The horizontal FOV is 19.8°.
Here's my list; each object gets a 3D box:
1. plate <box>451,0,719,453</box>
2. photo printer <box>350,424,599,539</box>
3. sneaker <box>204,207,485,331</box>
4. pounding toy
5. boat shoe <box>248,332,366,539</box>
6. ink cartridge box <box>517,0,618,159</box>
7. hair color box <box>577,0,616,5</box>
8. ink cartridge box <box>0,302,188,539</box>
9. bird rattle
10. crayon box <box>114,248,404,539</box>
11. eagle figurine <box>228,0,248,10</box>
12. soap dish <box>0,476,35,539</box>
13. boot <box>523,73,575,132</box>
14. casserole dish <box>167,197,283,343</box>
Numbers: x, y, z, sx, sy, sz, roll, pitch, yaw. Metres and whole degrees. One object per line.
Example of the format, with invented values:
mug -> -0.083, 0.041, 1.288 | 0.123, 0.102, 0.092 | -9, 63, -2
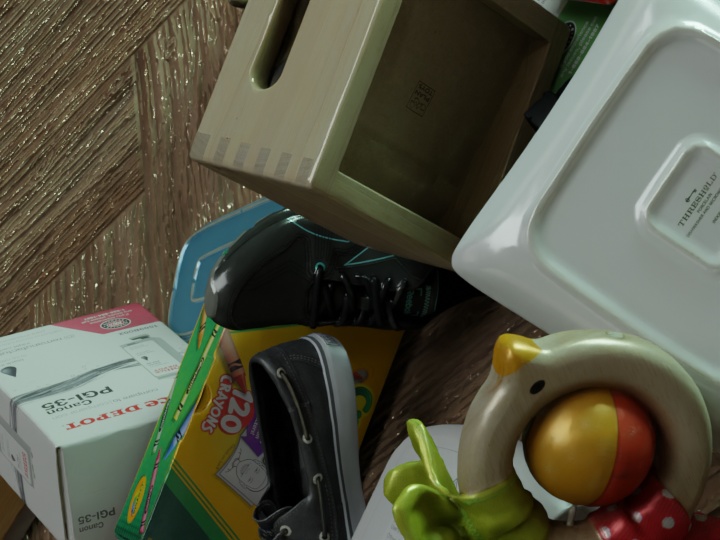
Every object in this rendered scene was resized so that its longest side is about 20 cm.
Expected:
plate -> 0.177, -0.031, 1.048 | 0.200, 0.200, 0.032 | -56, -10, 2
photo printer -> 0.051, 0.189, 1.165 | 0.166, 0.069, 0.201 | 22, 86, 56
sneaker -> 0.000, 0.000, 1.265 | 0.079, 0.199, 0.076 | 45, 141, 41
pounding toy -> 0.015, -0.121, 1.187 | 0.142, 0.184, 0.201 | 15, 82, 42
boat shoe -> -0.035, 0.140, 1.249 | 0.070, 0.066, 0.201 | 9, 105, 59
ink cartridge box -> 0.098, -0.113, 1.284 | 0.145, 0.084, 0.200 | -60, 35, 7
hair color box -> 0.183, -0.228, 1.167 | 0.200, 0.064, 0.111 | -35, 18, -9
ink cartridge box -> -0.176, 0.105, 1.445 | 0.200, 0.146, 0.083 | 32, 130, 56
bird rattle -> 0.114, 0.111, 1.019 | 0.113, 0.199, 0.164 | -97, 18, -70
crayon box -> -0.063, 0.100, 1.325 | 0.058, 0.118, 0.201 | 4, 72, 66
eagle figurine -> -0.056, -0.260, 1.508 | 0.152, 0.150, 0.201 | 106, 168, -61
soap dish -> -0.335, 0.185, 1.675 | 0.200, 0.081, 0.157 | -56, 35, 14
boot -> 0.206, -0.079, 1.118 | 0.168, 0.076, 0.200 | -42, 59, 4
casserole dish -> -0.078, 0.002, 1.488 | 0.200, 0.039, 0.122 | -20, 54, 45
